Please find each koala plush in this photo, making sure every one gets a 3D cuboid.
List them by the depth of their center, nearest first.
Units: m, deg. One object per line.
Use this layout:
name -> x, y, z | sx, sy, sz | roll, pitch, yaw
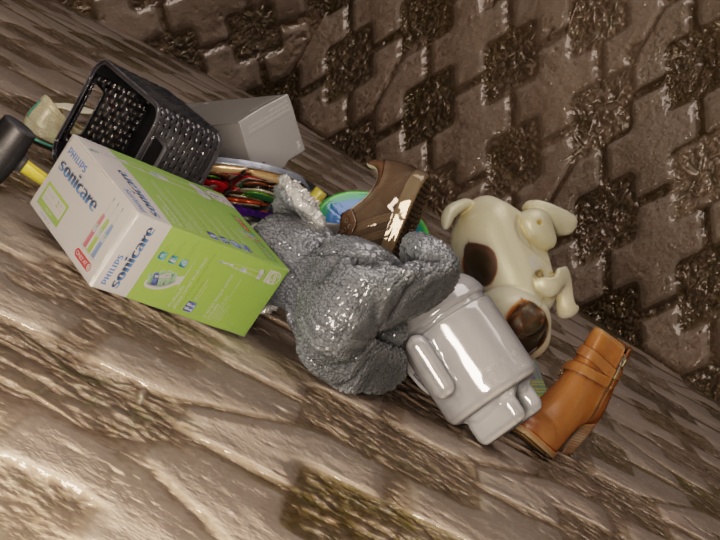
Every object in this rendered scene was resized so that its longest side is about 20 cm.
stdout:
koala plush -> -0.040, 0.008, 1.511 | 0.200, 0.178, 0.183 | 38, 20, 26

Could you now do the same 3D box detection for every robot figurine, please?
robot figurine -> 0.110, 0.085, 1.629 | 0.201, 0.113, 0.169 | 56, 30, 9

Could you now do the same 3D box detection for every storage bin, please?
storage bin -> -0.257, -0.141, 1.728 | 0.093, 0.136, 0.200 | 24, 10, -38

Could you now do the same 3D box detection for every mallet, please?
mallet -> -0.287, -0.082, 1.510 | 0.199, 0.066, 0.041 | 29, 10, -14

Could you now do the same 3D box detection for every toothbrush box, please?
toothbrush box -> -0.188, -0.032, 1.433 | 0.200, 0.086, 0.146 | 23, 17, -47

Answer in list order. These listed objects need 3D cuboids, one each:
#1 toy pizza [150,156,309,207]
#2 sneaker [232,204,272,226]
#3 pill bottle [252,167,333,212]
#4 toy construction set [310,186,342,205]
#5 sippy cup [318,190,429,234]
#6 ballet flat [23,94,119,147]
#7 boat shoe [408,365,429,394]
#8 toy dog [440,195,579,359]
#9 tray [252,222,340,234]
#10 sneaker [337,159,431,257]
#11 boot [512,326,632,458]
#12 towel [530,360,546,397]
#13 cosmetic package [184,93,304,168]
toy pizza -> -0.161, -0.101, 1.833 | 0.199, 0.032, 0.200 | 6, -9, 1
sneaker -> -0.148, -0.053, 1.846 | 0.099, 0.070, 0.200 | 25, 5, 9
pill bottle -> -0.087, -0.069, 2.034 | 0.199, 0.107, 0.106 | 29, 8, -8
toy construction set -> 0.003, -0.021, 1.931 | 0.200, 0.092, 0.131 | 53, 8, 5
sippy cup -> 0.000, 0.000, 1.746 | 0.139, 0.131, 0.178 | 34, 41, 21
ballet flat -> -0.327, -0.162, 1.887 | 0.200, 0.063, 0.067 | 23, 11, -45
boat shoe -> 0.084, 0.078, 1.781 | 0.071, 0.070, 0.200 | 46, 10, -13
toy dog -> 0.179, 0.017, 1.803 | 0.194, 0.139, 0.201 | 35, 44, -43
tray -> -0.122, -0.034, 1.652 | 0.199, 0.022, 0.107 | -4, 0, 20
sneaker -> 0.005, -0.025, 1.631 | 0.075, 0.201, 0.070 | 24, -9, 20
boot -> 0.251, 0.140, 1.782 | 0.077, 0.156, 0.200 | 35, 9, 32
towel -> 0.160, 0.091, 1.860 | 0.143, 0.023, 0.201 | 5, 55, -48
cosmetic package -> -0.183, -0.166, 1.946 | 0.199, 0.091, 0.107 | -4, 23, 38
